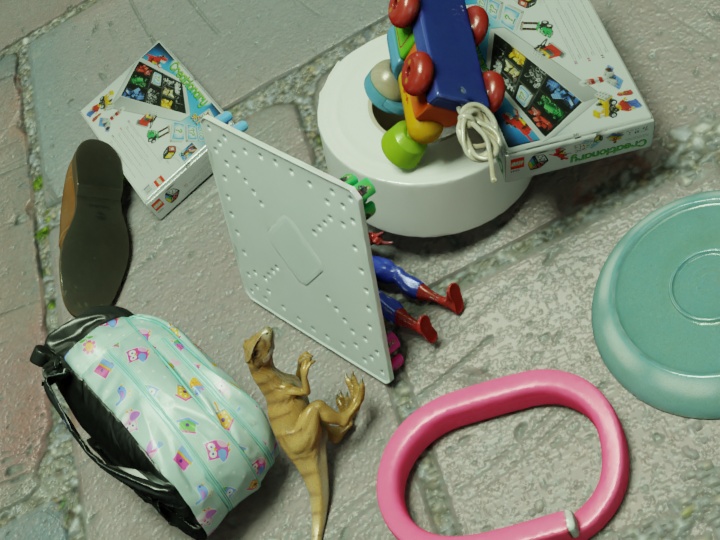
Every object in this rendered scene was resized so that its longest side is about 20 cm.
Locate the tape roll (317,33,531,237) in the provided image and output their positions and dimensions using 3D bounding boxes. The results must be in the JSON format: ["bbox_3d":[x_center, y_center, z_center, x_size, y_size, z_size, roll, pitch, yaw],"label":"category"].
[{"bbox_3d":[0.061,-0.129,1.066,0.198,0.071,0.205,-5,52,6],"label":"tape roll"}]

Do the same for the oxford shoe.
[{"bbox_3d":[-0.285,-0.033,1.243,0.071,0.070,0.203,-38,45,48],"label":"oxford shoe"}]

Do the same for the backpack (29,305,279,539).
[{"bbox_3d":[-0.166,0.126,1.003,0.127,0.168,0.199,-45,55,-13],"label":"backpack"}]

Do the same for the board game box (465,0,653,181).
[{"bbox_3d":[0.153,-0.171,1.006,0.124,0.035,0.202,-13,52,-3],"label":"board game box"}]

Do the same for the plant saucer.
[{"bbox_3d":[0.272,0.016,0.916,0.197,0.027,0.203,-14,54,20],"label":"plant saucer"}]

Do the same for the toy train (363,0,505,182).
[{"bbox_3d":[0.055,-0.121,0.950,0.116,0.083,0.203,-49,41,47],"label":"toy train"}]

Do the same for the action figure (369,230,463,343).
[{"bbox_3d":[0.000,0.000,1.061,0.198,0.052,0.066,24,64,40],"label":"action figure"}]

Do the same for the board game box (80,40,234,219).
[{"bbox_3d":[-0.219,-0.159,1.298,0.126,0.035,0.200,-41,49,-1],"label":"board game box"}]

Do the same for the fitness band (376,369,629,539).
[{"bbox_3d":[0.106,0.152,0.909,0.197,0.038,0.146,-17,52,16],"label":"fitness band"}]

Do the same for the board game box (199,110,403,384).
[{"bbox_3d":[-0.048,-0.022,1.010,0.026,0.202,0.199,-35,44,-29],"label":"board game box"}]

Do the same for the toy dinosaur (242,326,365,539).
[{"bbox_3d":[-0.043,0.137,0.973,0.105,0.203,0.060,-24,8,-28],"label":"toy dinosaur"}]
